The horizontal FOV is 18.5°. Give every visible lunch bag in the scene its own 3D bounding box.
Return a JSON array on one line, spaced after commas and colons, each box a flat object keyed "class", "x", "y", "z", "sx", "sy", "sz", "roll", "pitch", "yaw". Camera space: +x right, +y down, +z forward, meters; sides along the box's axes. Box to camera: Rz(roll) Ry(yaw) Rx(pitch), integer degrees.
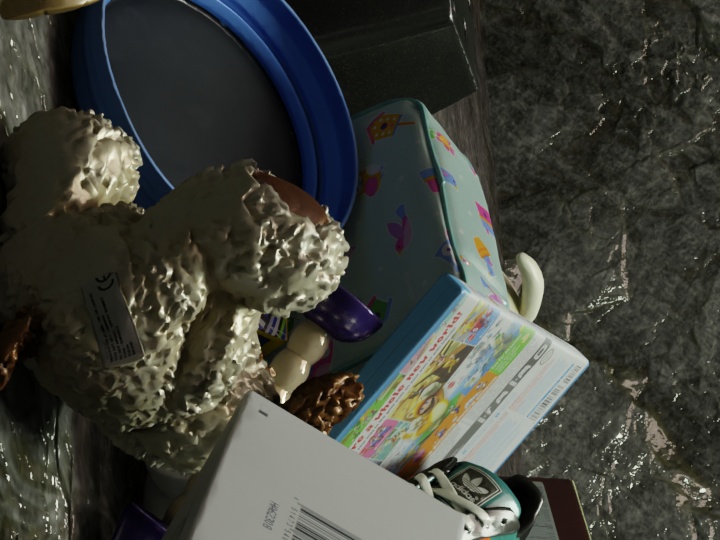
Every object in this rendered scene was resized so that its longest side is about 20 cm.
[{"class": "lunch bag", "x": 0.000, "y": 0.000, "z": 1.333, "sx": 0.077, "sy": 0.160, "sz": 0.201, "roll": 45, "pitch": 23, "yaw": -41}]

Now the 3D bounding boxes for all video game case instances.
[{"class": "video game case", "x": 0.045, "y": 0.081, "z": 1.240, "sx": 0.018, "sy": 0.143, "sz": 0.200, "roll": 44, "pitch": 8, "yaw": 27}]

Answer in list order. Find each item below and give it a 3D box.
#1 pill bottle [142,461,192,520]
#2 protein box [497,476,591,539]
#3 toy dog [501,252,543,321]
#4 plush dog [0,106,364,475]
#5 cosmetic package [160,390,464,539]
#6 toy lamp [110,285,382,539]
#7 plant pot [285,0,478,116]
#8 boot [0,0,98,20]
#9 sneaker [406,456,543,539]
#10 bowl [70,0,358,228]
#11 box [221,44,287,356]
[{"class": "pill bottle", "x": -0.061, "y": 0.151, "z": 1.274, "sx": 0.113, "sy": 0.112, "sz": 0.201, "roll": -88, "pitch": 166, "yaw": -45}, {"class": "protein box", "x": 0.071, "y": 0.257, "z": 1.397, "sx": 0.200, "sy": 0.134, "sz": 0.200, "roll": -95, "pitch": -170, "yaw": -71}, {"class": "toy dog", "x": 0.022, "y": 0.017, "z": 1.715, "sx": 0.200, "sy": 0.194, "sz": 0.140, "roll": 40, "pitch": 46, "yaw": -25}, {"class": "plush dog", "x": -0.098, "y": 0.037, "z": 1.056, "sx": 0.161, "sy": 0.199, "sz": 0.172, "roll": -57, "pitch": 141, "yaw": -21}, {"class": "cosmetic package", "x": -0.059, "y": 0.195, "z": 0.944, "sx": 0.200, "sy": 0.123, "sz": 0.200, "roll": -57, "pitch": -175, "yaw": 21}, {"class": "toy lamp", "x": -0.066, "y": 0.094, "z": 1.151, "sx": 0.200, "sy": 0.058, "sz": 0.058, "roll": -53, "pitch": 161, "yaw": -7}, {"class": "plant pot", "x": -0.009, "y": -0.208, "z": 1.670, "sx": 0.200, "sy": 0.176, "sz": 0.201, "roll": 59, "pitch": 27, "yaw": -67}, {"class": "boot", "x": -0.155, "y": -0.221, "z": 1.129, "sx": 0.200, "sy": 0.072, "sz": 0.155, "roll": -69, "pitch": 148, "yaw": -70}, {"class": "sneaker", "x": 0.036, "y": 0.136, "z": 1.209, "sx": 0.071, "sy": 0.080, "sz": 0.200, "roll": 44, "pitch": 15, "yaw": 23}, {"class": "bowl", "x": -0.084, "y": -0.093, "z": 1.270, "sx": 0.200, "sy": 0.039, "sz": 0.201, "roll": 30, "pitch": 45, "yaw": -35}, {"class": "box", "x": -0.088, "y": -0.038, "z": 1.324, "sx": 0.064, "sy": 0.070, "sz": 0.201, "roll": 25, "pitch": 49, "yaw": -34}]
